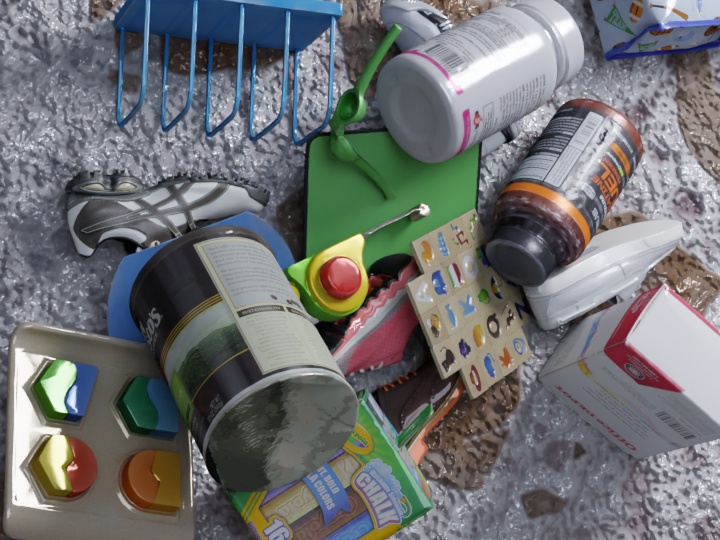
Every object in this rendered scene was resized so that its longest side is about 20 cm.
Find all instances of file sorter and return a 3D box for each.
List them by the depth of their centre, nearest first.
[{"bbox_3d":[-0.134,-0.200,1.699,0.200,0.139,0.123,5,80,-18],"label":"file sorter"}]

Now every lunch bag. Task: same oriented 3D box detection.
[{"bbox_3d":[0.355,-0.332,1.909,0.200,0.124,0.170,-7,81,-34],"label":"lunch bag"}]

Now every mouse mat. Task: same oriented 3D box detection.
[{"bbox_3d":[0.033,-0.069,1.751,0.200,0.008,0.161,-6,110,-24],"label":"mouse mat"}]

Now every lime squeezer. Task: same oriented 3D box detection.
[{"bbox_3d":[0.004,-0.143,1.665,0.071,0.200,0.038,-3,38,-5],"label":"lime squeezer"}]

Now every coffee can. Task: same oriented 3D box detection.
[{"bbox_3d":[-0.107,0.077,1.554,0.146,0.146,0.200,-14,46,-21],"label":"coffee can"}]

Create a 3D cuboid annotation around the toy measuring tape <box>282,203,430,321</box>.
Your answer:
[{"bbox_3d":[0.000,0.000,1.702,0.200,0.074,0.074,-27,88,-32],"label":"toy measuring tape"}]

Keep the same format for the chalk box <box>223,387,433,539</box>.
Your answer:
[{"bbox_3d":[-0.009,0.195,1.630,0.200,0.124,0.124,-32,90,3],"label":"chalk box"}]

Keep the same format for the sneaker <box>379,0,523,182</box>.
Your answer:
[{"bbox_3d":[0.072,-0.186,1.799,0.200,0.075,0.115,48,65,-8],"label":"sneaker"}]

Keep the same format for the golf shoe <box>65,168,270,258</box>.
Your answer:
[{"bbox_3d":[-0.188,-0.050,1.687,0.200,0.078,0.095,-1,85,-10],"label":"golf shoe"}]

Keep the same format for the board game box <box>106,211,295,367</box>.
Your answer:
[{"bbox_3d":[-0.157,0.033,1.681,0.200,0.039,0.158,-22,113,-21],"label":"board game box"}]

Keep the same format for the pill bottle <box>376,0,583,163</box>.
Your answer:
[{"bbox_3d":[0.123,-0.195,1.719,0.200,0.113,0.113,-30,90,-33],"label":"pill bottle"}]

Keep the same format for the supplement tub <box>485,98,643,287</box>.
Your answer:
[{"bbox_3d":[0.208,-0.078,1.799,0.107,0.107,0.200,39,64,-8],"label":"supplement tub"}]

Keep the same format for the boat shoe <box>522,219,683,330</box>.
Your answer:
[{"bbox_3d":[0.264,0.005,1.835,0.200,0.072,0.069,-26,110,-29],"label":"boat shoe"}]

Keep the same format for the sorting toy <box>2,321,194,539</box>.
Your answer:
[{"bbox_3d":[-0.233,0.153,1.575,0.185,0.036,0.200,13,62,-30],"label":"sorting toy"}]

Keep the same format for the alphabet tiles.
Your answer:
[{"bbox_3d":[0.113,0.032,1.742,0.200,0.006,0.167,-28,98,-54],"label":"alphabet tiles"}]

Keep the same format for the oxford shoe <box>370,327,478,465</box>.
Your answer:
[{"bbox_3d":[0.053,0.125,1.732,0.072,0.071,0.200,33,71,-6],"label":"oxford shoe"}]

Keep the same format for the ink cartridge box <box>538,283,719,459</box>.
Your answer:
[{"bbox_3d":[0.292,0.107,1.748,0.148,0.200,0.086,40,69,-8],"label":"ink cartridge box"}]

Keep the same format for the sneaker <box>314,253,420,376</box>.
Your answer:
[{"bbox_3d":[0.003,0.076,1.724,0.200,0.074,0.087,-44,116,-15],"label":"sneaker"}]
